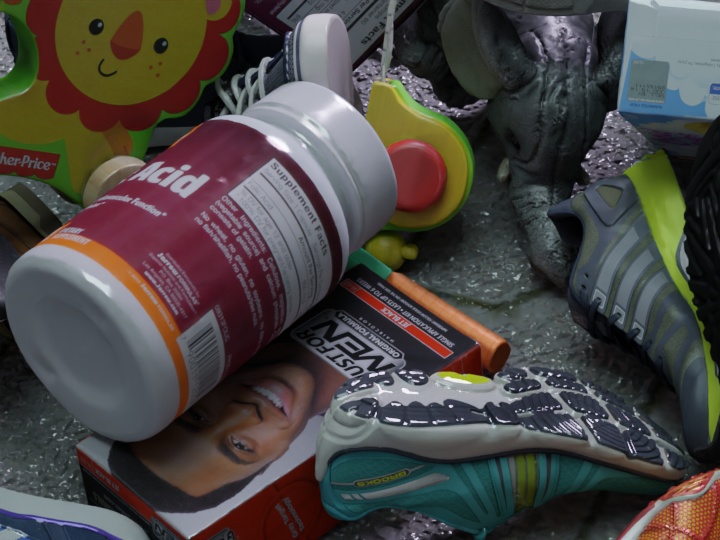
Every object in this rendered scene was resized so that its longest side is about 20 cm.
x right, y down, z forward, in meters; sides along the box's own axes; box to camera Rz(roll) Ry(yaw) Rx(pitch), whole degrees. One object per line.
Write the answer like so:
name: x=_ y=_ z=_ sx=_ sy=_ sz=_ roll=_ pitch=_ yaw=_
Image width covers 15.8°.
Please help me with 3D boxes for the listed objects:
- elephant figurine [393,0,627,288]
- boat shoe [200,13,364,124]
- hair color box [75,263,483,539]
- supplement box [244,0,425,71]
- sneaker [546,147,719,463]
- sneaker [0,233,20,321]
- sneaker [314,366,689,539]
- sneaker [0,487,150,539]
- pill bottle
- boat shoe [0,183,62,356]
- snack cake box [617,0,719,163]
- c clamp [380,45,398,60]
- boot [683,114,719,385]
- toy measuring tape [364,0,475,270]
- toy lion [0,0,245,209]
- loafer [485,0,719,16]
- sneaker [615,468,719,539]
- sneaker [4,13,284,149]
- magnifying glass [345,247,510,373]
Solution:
elephant figurine: x=0.108 y=-0.118 z=1.523 sx=0.141 sy=0.155 sz=0.200 roll=-34 pitch=31 yaw=4
boat shoe: x=-0.050 y=-0.092 z=1.499 sx=0.092 sy=0.200 sz=0.075 roll=0 pitch=73 yaw=5
hair color box: x=-0.039 y=0.086 z=1.379 sx=0.200 sy=0.061 sz=0.101 roll=-34 pitch=47 yaw=-27
supplement box: x=-0.056 y=-0.230 z=1.541 sx=0.103 sy=0.200 sz=0.131 roll=-43 pitch=34 yaw=23
sneaker: x=0.157 y=0.027 z=1.413 sx=0.081 sy=0.074 sz=0.200 roll=-18 pitch=48 yaw=6
sneaker: x=-0.255 y=0.012 z=1.456 sx=0.067 sy=0.108 sz=0.201 roll=14 pitch=19 yaw=-39
sneaker: x=0.071 y=0.097 z=1.342 sx=0.199 sy=0.080 sz=0.078 roll=4 pitch=26 yaw=-17
sneaker: x=-0.205 y=0.176 z=1.280 sx=0.199 sy=0.081 sz=0.147 roll=6 pitch=38 yaw=6
pill bottle: x=-0.079 y=-0.010 z=1.364 sx=0.114 sy=0.114 sz=0.200 roll=25 pitch=48 yaw=32
boat shoe: x=-0.175 y=0.023 z=1.471 sx=0.068 sy=0.072 sz=0.200 roll=-30 pitch=36 yaw=-19
snack cake box: x=0.218 y=-0.100 z=1.464 sx=0.115 sy=0.200 sz=0.067 roll=6 pitch=86 yaw=16
c clamp: x=-0.085 y=-0.196 z=1.646 sx=0.171 sy=0.200 sz=0.027 roll=29 pitch=96 yaw=38
boot: x=0.258 y=0.019 z=1.342 sx=0.157 sy=0.079 sz=0.212 roll=1 pitch=65 yaw=-23
toy measuring tape: x=0.039 y=-0.095 z=1.495 sx=0.073 sy=0.201 sz=0.074 roll=10 pitch=10 yaw=-2
toy lion: x=-0.163 y=-0.122 z=1.446 sx=0.199 sy=0.192 sz=0.069 roll=6 pitch=20 yaw=-38
loafer: x=0.122 y=-0.179 z=1.469 sx=0.199 sy=0.072 sz=0.063 roll=8 pitch=12 yaw=-9
sneaker: x=0.142 y=0.165 z=1.273 sx=0.077 sy=0.073 sz=0.200 roll=44 pitch=59 yaw=14
sneaker: x=-0.120 y=-0.150 z=1.600 sx=0.202 sy=0.147 sz=0.077 roll=-12 pitch=38 yaw=-8
magnifying glass: x=0.000 y=0.000 z=1.475 sx=0.200 sy=0.080 sz=0.022 roll=31 pitch=81 yaw=24
